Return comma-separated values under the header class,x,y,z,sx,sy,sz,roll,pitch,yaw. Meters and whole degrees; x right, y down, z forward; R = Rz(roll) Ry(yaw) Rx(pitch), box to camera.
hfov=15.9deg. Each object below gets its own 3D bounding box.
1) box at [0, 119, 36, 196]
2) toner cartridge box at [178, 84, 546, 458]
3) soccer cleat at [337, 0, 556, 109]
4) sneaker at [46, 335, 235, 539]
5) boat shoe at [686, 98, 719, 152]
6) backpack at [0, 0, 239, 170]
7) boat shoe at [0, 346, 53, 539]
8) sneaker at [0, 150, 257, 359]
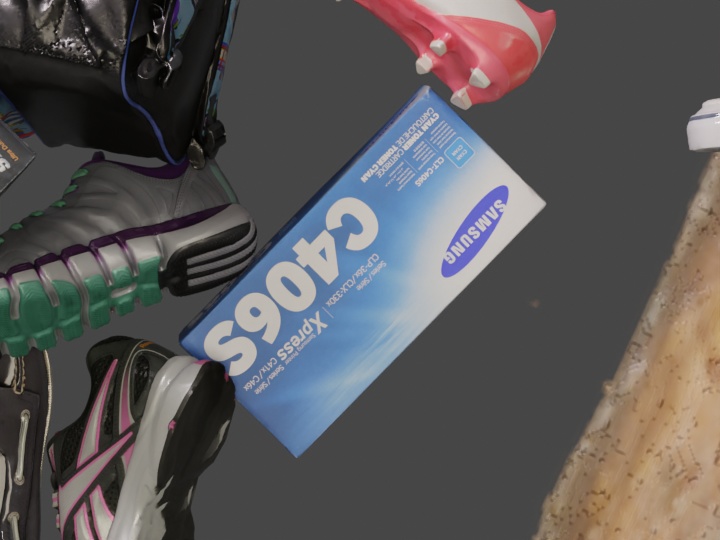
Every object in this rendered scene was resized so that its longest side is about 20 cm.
class,x,y,z,sx,sy,sz,roll,pitch,yaw
box,-0.246,-0.091,1.340,0.159,0.200,0.046,46,79,-7
toner cartridge box,0.000,0.000,1.443,0.095,0.043,0.200,44,91,-7
soccer cleat,0.021,-0.176,1.427,0.200,0.067,0.076,44,60,-1
sneaker,-0.139,0.126,1.440,0.086,0.080,0.201,28,102,26
boat shoe,0.273,-0.112,1.443,0.199,0.074,0.066,-14,91,-12
backpack,-0.131,-0.172,1.356,0.134,0.183,0.201,9,79,9
boat shoe,-0.208,0.093,1.428,0.072,0.063,0.201,-2,94,-1
sneaker,-0.161,-0.015,1.413,0.199,0.074,0.088,-16,63,-16
